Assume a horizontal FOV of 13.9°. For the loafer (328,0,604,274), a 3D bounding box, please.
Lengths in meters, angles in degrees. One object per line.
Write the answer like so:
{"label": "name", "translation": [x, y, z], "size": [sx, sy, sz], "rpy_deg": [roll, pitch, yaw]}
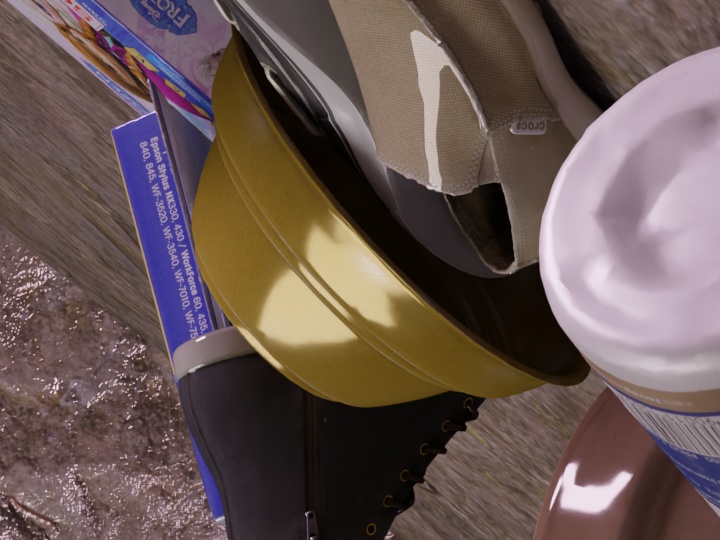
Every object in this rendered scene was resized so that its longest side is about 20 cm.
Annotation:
{"label": "loafer", "translation": [0.030, -0.064, 1.016], "size": [0.200, 0.068, 0.076], "rpy_deg": [46, 170, -38]}

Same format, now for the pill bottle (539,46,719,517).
{"label": "pill bottle", "translation": [0.143, 0.031, 0.868], "size": [0.111, 0.111, 0.200], "rpy_deg": [32, 169, 45]}

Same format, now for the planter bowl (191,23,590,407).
{"label": "planter bowl", "translation": [-0.006, -0.007, 1.167], "size": [0.200, 0.083, 0.200], "rpy_deg": [43, -163, -17]}

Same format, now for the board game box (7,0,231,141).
{"label": "board game box", "translation": [-0.132, -0.138, 1.463], "size": [0.200, 0.041, 0.200], "rpy_deg": [41, 172, -9]}

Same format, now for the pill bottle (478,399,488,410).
{"label": "pill bottle", "translation": [0.000, 0.000, 1.372], "size": [0.111, 0.111, 0.200], "rpy_deg": [36, 171, 26]}

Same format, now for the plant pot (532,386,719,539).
{"label": "plant pot", "translation": [0.184, 0.127, 1.035], "size": [0.175, 0.200, 0.200], "rpy_deg": [6, 149, 46]}

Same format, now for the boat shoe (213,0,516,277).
{"label": "boat shoe", "translation": [0.005, -0.079, 1.084], "size": [0.200, 0.071, 0.064], "rpy_deg": [51, 170, -31]}

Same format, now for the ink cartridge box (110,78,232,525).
{"label": "ink cartridge box", "translation": [-0.067, 0.027, 1.403], "size": [0.200, 0.047, 0.198], "rpy_deg": [36, -143, -72]}

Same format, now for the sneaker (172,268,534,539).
{"label": "sneaker", "translation": [0.027, 0.065, 1.258], "size": [0.075, 0.200, 0.106], "rpy_deg": [123, 134, -76]}
